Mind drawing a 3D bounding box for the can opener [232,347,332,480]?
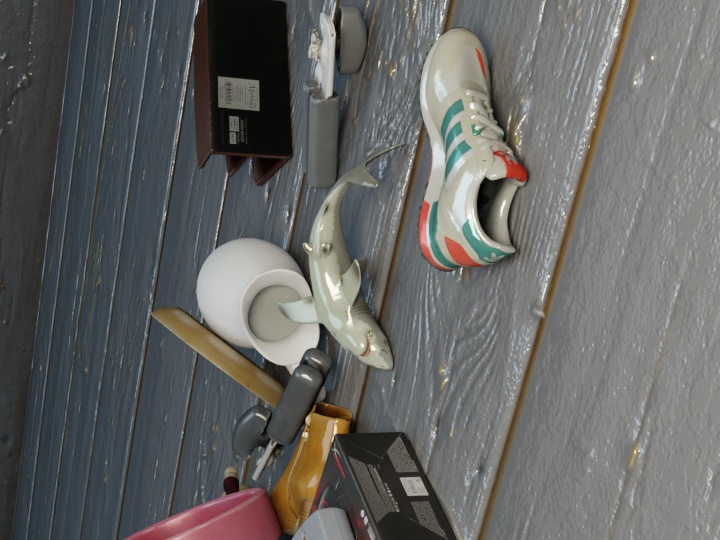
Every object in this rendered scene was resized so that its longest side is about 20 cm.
[{"bbox_3d":[-0.091,0.149,1.415,0.053,0.067,0.200,-59,-4,-46],"label":"can opener"}]

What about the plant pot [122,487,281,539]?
[{"bbox_3d":[-0.155,0.338,1.341,0.179,0.200,0.200,67,155,1],"label":"plant pot"}]

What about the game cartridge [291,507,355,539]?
[{"bbox_3d":[-0.039,0.310,1.196,0.133,0.040,0.200,64,145,39],"label":"game cartridge"}]

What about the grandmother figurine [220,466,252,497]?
[{"bbox_3d":[-0.139,0.287,1.541,0.200,0.060,0.122,164,89,-85],"label":"grandmother figurine"}]

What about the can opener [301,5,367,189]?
[{"bbox_3d":[-0.030,-0.178,1.401,0.053,0.066,0.200,-113,25,-50],"label":"can opener"}]

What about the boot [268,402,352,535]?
[{"bbox_3d":[-0.052,0.211,1.412,0.201,0.071,0.144,167,115,-72],"label":"boot"}]

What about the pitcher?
[{"bbox_3d":[-0.103,0.055,1.487,0.200,0.121,0.172,32,146,66],"label":"pitcher"}]

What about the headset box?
[{"bbox_3d":[0.006,0.272,1.231,0.149,0.075,0.200,-117,36,-48],"label":"headset box"}]

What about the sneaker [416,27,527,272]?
[{"bbox_3d":[0.099,-0.099,1.077,0.093,0.070,0.200,-1,84,50],"label":"sneaker"}]

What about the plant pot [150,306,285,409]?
[{"bbox_3d":[-0.153,0.099,1.530,0.028,0.200,0.200,-53,23,-6],"label":"plant pot"}]

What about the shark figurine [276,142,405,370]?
[{"bbox_3d":[-0.011,-0.019,1.313,0.128,0.089,0.215,8,106,34],"label":"shark figurine"}]

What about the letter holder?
[{"bbox_3d":[-0.156,-0.217,1.650,0.142,0.100,0.201,147,123,-65],"label":"letter holder"}]
